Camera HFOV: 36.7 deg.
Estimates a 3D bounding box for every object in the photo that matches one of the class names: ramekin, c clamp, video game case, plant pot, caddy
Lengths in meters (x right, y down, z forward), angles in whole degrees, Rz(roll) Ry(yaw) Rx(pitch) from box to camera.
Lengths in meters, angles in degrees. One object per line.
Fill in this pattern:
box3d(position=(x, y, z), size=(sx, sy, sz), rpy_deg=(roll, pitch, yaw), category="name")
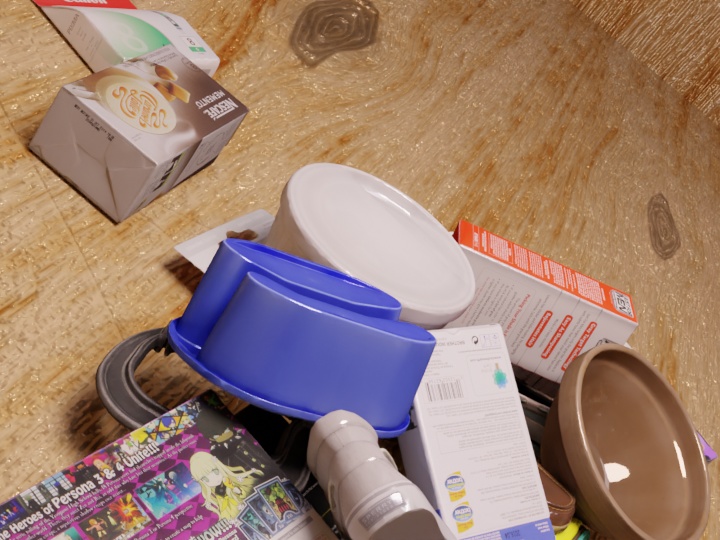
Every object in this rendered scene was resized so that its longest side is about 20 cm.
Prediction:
box3d(position=(0.000, 0.000, 0.998), size=(0.201, 0.094, 0.203), rpy_deg=(26, 30, -16), category="ramekin")
box3d(position=(-0.098, 0.099, 0.820), size=(0.199, 0.027, 0.171), rpy_deg=(29, 33, -10), category="c clamp")
box3d(position=(-0.110, 0.184, 0.666), size=(0.181, 0.036, 0.199), rpy_deg=(47, 40, 14), category="video game case")
box3d(position=(0.240, 0.180, 1.044), size=(0.200, 0.092, 0.202), rpy_deg=(24, 51, -32), category="plant pot")
box3d(position=(-0.043, 0.060, 0.801), size=(0.199, 0.106, 0.141), rpy_deg=(19, 14, -28), category="caddy")

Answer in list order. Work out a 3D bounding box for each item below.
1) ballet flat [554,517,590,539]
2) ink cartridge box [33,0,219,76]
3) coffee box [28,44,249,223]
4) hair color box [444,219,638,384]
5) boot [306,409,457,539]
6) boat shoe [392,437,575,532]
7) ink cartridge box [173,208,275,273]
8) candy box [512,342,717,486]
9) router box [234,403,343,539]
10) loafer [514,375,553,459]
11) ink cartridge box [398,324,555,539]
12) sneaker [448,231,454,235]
box3d(position=(0.142, 0.261, 0.937), size=(0.067, 0.067, 0.200), rpy_deg=(25, 22, 19), category="ballet flat")
box3d(position=(-0.273, -0.286, 1.217), size=(0.200, 0.050, 0.161), rpy_deg=(51, 31, 14), category="ink cartridge box")
box3d(position=(-0.208, -0.138, 1.053), size=(0.114, 0.080, 0.200), rpy_deg=(40, 29, 1), category="coffee box")
box3d(position=(0.168, 0.039, 1.104), size=(0.199, 0.102, 0.061), rpy_deg=(25, 27, -7), category="hair color box")
box3d(position=(0.017, 0.167, 0.761), size=(0.096, 0.073, 0.201), rpy_deg=(56, -10, 34), category="boot")
box3d(position=(0.110, 0.160, 0.979), size=(0.199, 0.068, 0.072), rpy_deg=(34, 22, 17), category="boat shoe")
box3d(position=(-0.068, 0.035, 1.022), size=(0.200, 0.047, 0.160), rpy_deg=(39, 29, 11), category="ink cartridge box")
box3d(position=(0.280, 0.160, 1.213), size=(0.167, 0.072, 0.201), rpy_deg=(-1, 49, -49), category="candy box")
box3d(position=(-0.081, 0.189, 0.776), size=(0.149, 0.051, 0.200), rpy_deg=(43, 29, 10), category="router box")
box3d(position=(0.138, 0.112, 1.124), size=(0.199, 0.063, 0.072), rpy_deg=(38, 29, -4), category="loafer")
box3d(position=(0.089, 0.148, 0.897), size=(0.119, 0.042, 0.202), rpy_deg=(-2, 70, -39), category="ink cartridge box")
box3d(position=(0.123, 0.027, 1.185), size=(0.199, 0.105, 0.076), rpy_deg=(27, 29, -24), category="sneaker")
